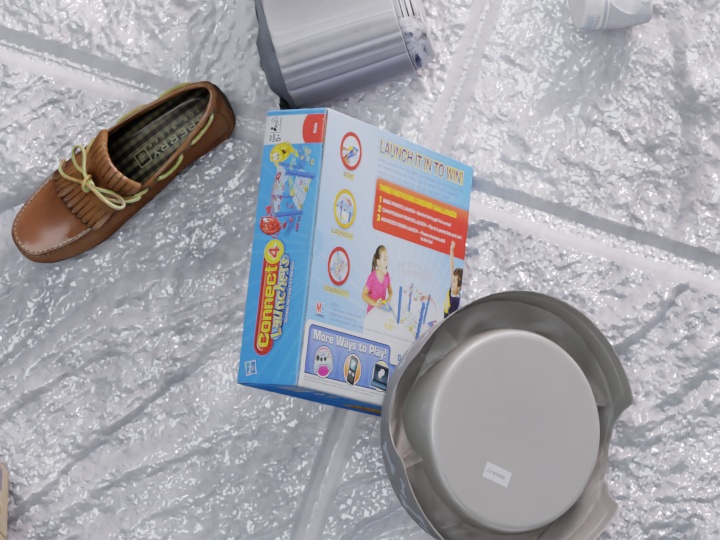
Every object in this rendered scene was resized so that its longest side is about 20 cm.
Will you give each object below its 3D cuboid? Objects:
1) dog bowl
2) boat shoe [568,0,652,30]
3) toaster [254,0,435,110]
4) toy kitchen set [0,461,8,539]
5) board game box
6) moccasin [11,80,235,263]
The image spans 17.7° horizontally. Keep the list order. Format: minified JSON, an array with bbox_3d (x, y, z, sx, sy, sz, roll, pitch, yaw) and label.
[{"bbox_3d":[0.103,0.116,1.676,0.198,0.059,0.202,2,85,-26],"label":"dog bowl"},{"bbox_3d":[0.193,-0.282,1.769,0.068,0.072,0.202,1,73,-10],"label":"boat shoe"},{"bbox_3d":[-0.021,-0.211,1.774,0.128,0.114,0.202,-16,76,6],"label":"toaster"},{"bbox_3d":[-0.232,0.238,1.764,0.162,0.181,0.201,-31,116,8],"label":"toy kitchen set"},{"bbox_3d":[0.000,0.000,1.689,0.056,0.199,0.198,0,79,35],"label":"board game box"},{"bbox_3d":[-0.187,-0.077,1.802,0.200,0.078,0.074,-31,76,5],"label":"moccasin"}]
